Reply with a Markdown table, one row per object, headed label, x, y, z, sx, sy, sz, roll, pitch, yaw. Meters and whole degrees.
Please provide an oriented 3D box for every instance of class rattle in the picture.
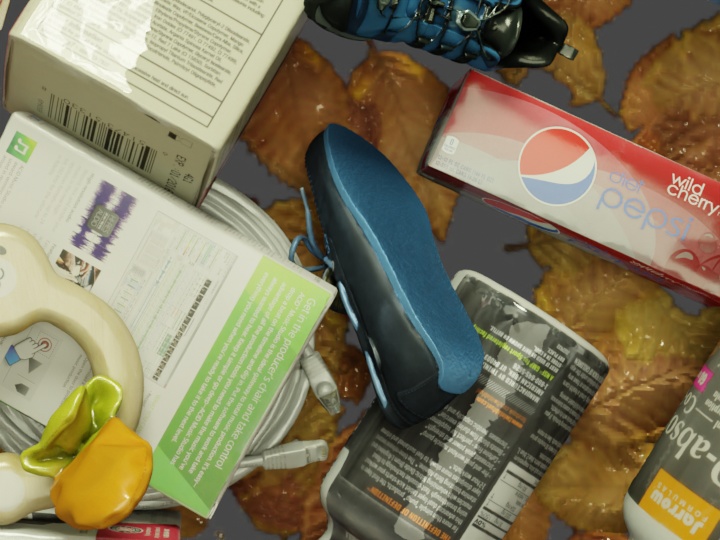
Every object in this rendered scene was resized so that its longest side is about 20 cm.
| label | x | y | z | sx | sy | sz | roll | pitch | yaw |
| --- | --- | --- | --- | --- | --- | --- | --- | --- | --- |
| rattle | -0.185 | 0.032 | 1.072 | 0.130 | 0.143 | 0.200 | -18 | 97 | 5 |

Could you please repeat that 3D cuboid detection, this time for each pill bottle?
| label | x | y | z | sx | sy | sz | roll | pitch | yaw |
| --- | --- | --- | --- | --- | --- | --- | --- | --- | --- |
| pill bottle | 0.047 | 0.108 | 1.215 | 0.106 | 0.106 | 0.200 | 34 | 87 | -4 |
| pill bottle | 0.222 | 0.124 | 1.220 | 0.116 | 0.116 | 0.200 | 30 | 96 | -4 |

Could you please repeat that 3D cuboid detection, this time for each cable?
| label | x | y | z | sx | sy | sz | roll | pitch | yaw |
| --- | --- | --- | --- | --- | --- | --- | --- | --- | --- |
| cable | -0.125 | 0.036 | 1.220 | 0.200 | 0.069 | 0.200 | -16 | 91 | -4 |

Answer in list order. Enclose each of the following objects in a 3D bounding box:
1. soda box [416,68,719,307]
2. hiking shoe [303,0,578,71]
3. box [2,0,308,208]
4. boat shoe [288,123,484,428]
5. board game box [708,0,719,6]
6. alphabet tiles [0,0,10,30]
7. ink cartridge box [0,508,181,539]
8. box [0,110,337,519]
| label | x | y | z | sx | sy | sz | roll | pitch | yaw |
| --- | --- | --- | --- | --- | --- | --- | --- | --- | --- |
| soda box | 0.137 | -0.046 | 1.240 | 0.200 | 0.070 | 0.064 | 24 | 86 | -4 |
| hiking shoe | 0.046 | -0.151 | 1.166 | 0.087 | 0.200 | 0.075 | 23 | 103 | 28 |
| box | -0.093 | -0.155 | 1.172 | 0.128 | 0.109 | 0.200 | 29 | 69 | -1 |
| boat shoe | 0.000 | 0.000 | 1.191 | 0.084 | 0.200 | 0.069 | 22 | 124 | -34 |
| board game box | 0.160 | -0.237 | 1.197 | 0.200 | 0.159 | 0.097 | 23 | 88 | -5 |
| alphabet tiles | -0.229 | -0.248 | 1.241 | 0.166 | 0.006 | 0.200 | 16 | 89 | -5 |
| ink cartridge box | -0.201 | 0.172 | 1.174 | 0.200 | 0.145 | 0.084 | 6 | 90 | -5 |
| box | -0.132 | 0.024 | 1.156 | 0.200 | 0.036 | 0.145 | 30 | 98 | 1 |
